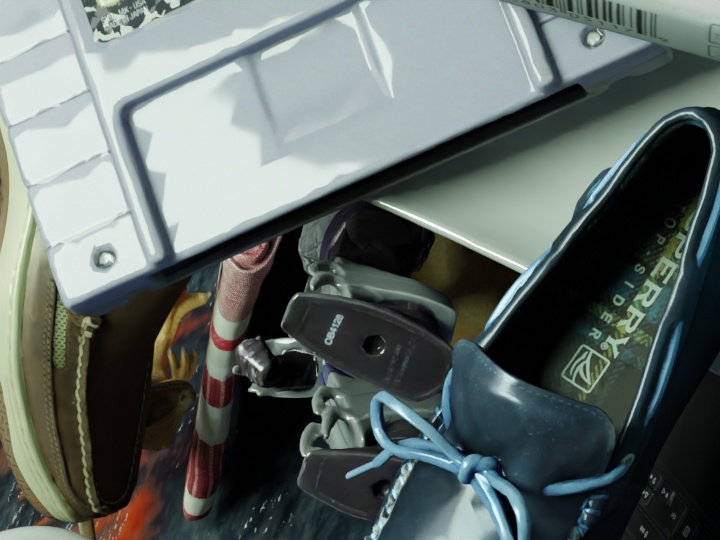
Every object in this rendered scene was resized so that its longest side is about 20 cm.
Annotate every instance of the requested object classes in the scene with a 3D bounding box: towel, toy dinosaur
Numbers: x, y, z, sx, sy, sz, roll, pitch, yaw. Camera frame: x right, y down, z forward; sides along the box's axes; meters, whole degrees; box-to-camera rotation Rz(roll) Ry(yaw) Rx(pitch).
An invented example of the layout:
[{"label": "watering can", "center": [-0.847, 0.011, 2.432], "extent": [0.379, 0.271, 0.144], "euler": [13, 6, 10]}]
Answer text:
[{"label": "towel", "center": [-0.043, -0.008, 1.114], "extent": [0.200, 0.023, 0.144], "euler": [104, 175, -57]}, {"label": "toy dinosaur", "center": [-0.105, 0.058, 1.160], "extent": [0.200, 0.060, 0.106], "euler": [124, 160, -70]}]

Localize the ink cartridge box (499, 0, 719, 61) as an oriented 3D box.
[{"label": "ink cartridge box", "center": [0.126, -0.156, 0.816], "extent": [0.057, 0.162, 0.200], "euler": [51, -125, -78]}]

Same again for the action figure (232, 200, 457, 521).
[{"label": "action figure", "center": [0.000, 0.000, 0.950], "extent": [0.200, 0.069, 0.130], "euler": [-98, 18, -65]}]

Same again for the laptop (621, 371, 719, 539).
[{"label": "laptop", "center": [0.050, 0.115, 0.809], "extent": [0.200, 0.103, 0.177], "euler": [-63, 25, 14]}]

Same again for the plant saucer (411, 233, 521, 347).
[{"label": "plant saucer", "center": [0.061, -0.054, 1.011], "extent": [0.200, 0.035, 0.200], "euler": [-46, 32, 41]}]

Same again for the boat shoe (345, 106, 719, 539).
[{"label": "boat shoe", "center": [0.044, 0.037, 0.798], "extent": [0.084, 0.069, 0.200], "euler": [22, 79, 24]}]

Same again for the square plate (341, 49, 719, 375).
[{"label": "square plate", "center": [0.081, -0.091, 0.871], "extent": [0.198, 0.200, 0.028], "euler": [-64, -20, 0]}]

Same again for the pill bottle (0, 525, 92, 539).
[{"label": "pill bottle", "center": [-0.168, 0.171, 1.208], "extent": [0.200, 0.109, 0.109], "euler": [-21, 51, 58]}]

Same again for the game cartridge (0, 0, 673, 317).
[{"label": "game cartridge", "center": [-0.020, -0.083, 0.871], "extent": [0.200, 0.038, 0.130], "euler": [-24, 78, 13]}]

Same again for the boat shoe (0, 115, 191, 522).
[{"label": "boat shoe", "center": [-0.088, -0.006, 1.016], "extent": [0.075, 0.075, 0.203], "euler": [-35, -55, -64]}]
